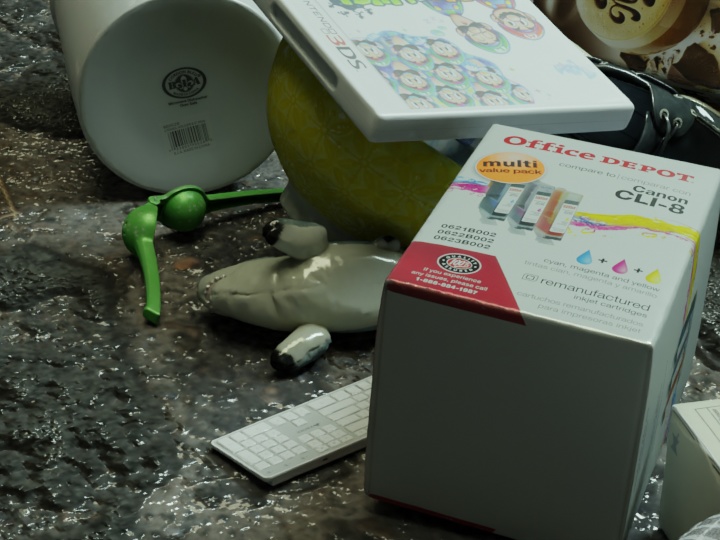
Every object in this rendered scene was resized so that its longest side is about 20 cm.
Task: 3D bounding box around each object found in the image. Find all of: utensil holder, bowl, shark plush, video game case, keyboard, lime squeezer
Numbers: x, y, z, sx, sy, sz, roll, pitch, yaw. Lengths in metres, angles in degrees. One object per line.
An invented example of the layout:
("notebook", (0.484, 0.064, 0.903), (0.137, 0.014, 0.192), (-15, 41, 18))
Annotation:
("utensil holder", (-0.139, -0.171, 1.411), (0.169, 0.171, 0.200), (-4, 30, -10))
("bowl", (0.009, -0.067, 1.263), (0.200, 0.108, 0.200), (33, 15, -10))
("shark plush", (0.000, 0.000, 1.214), (0.199, 0.091, 0.083), (-16, 2, -20))
("video game case", (0.047, -0.144, 1.213), (0.199, 0.024, 0.182), (-5, 41, -34))
("keyboard", (0.009, 0.079, 1.122), (0.199, 0.011, 0.056), (-20, 35, -34))
("lime squeezer", (-0.116, -0.031, 1.290), (0.070, 0.038, 0.200), (14, 30, 21))

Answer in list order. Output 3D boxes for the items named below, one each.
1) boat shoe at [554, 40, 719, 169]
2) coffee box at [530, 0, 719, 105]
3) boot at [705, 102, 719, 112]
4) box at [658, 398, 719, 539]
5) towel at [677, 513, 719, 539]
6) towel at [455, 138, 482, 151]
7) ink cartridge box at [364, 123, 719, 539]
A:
("boat shoe", (0.180, -0.097, 1.288), (0.199, 0.075, 0.066), (35, 20, 3))
("coffee box", (0.198, -0.192, 1.359), (0.199, 0.114, 0.080), (16, 0, 26))
("boot", (0.189, -0.095, 1.398), (0.155, 0.077, 0.200), (17, 24, 22))
("box", (0.265, 0.113, 0.999), (0.199, 0.078, 0.095), (-5, 29, -12))
("towel", (0.197, 0.195, 0.839), (0.199, 0.086, 0.165), (21, 35, 32))
("towel", (0.122, -0.065, 1.262), (0.200, 0.024, 0.147), (33, 17, -6))
("ink cartridge box", (0.105, 0.033, 1.058), (0.145, 0.145, 0.200), (13, 32, 15))
